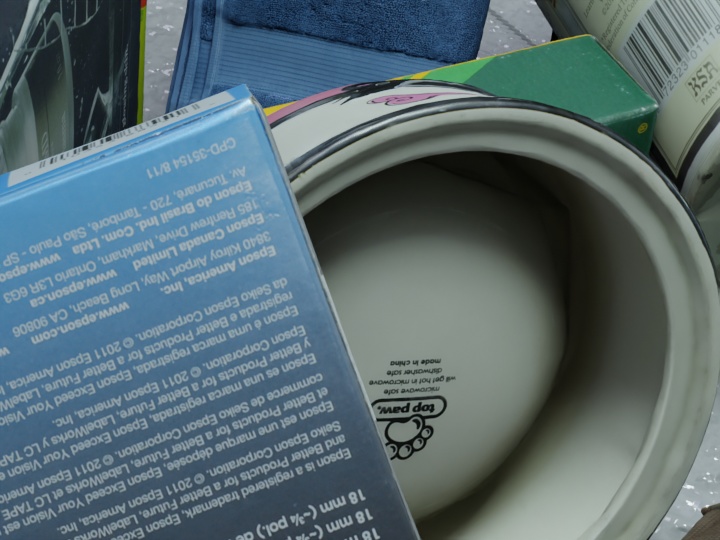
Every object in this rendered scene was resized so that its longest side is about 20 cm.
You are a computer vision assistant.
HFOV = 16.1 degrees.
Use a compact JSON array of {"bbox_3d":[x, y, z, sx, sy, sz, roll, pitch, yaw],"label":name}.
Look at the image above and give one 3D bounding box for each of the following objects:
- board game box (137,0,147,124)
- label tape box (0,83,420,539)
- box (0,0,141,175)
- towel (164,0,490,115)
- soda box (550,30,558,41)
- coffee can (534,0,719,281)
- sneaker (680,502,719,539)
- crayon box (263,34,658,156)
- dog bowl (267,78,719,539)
[{"bbox_3d":[-0.176,-0.117,1.029,0.200,0.102,0.048,29,45,25],"label":"board game box"},{"bbox_3d":[-0.063,0.067,0.706,0.144,0.200,0.063,-20,9,-4],"label":"label tape box"},{"bbox_3d":[-0.157,-0.031,0.847,0.124,0.200,0.197,13,40,9],"label":"box"},{"bbox_3d":[-0.011,-0.087,0.946,0.112,0.200,0.049,14,9,9],"label":"towel"},{"bbox_3d":[0.177,-0.072,1.054,0.200,0.063,0.071,30,44,25],"label":"soda box"},{"bbox_3d":[0.140,-0.115,0.952,0.146,0.146,0.200,-13,55,-22],"label":"coffee can"},{"bbox_3d":[0.137,0.077,0.738,0.200,0.071,0.076,-18,15,-29],"label":"sneaker"},{"bbox_3d":[0.000,0.000,0.891,0.200,0.126,0.052,-14,44,-23],"label":"crayon box"},{"bbox_3d":[0.012,0.029,0.814,0.200,0.200,0.074,-12,27,-21],"label":"dog bowl"}]
